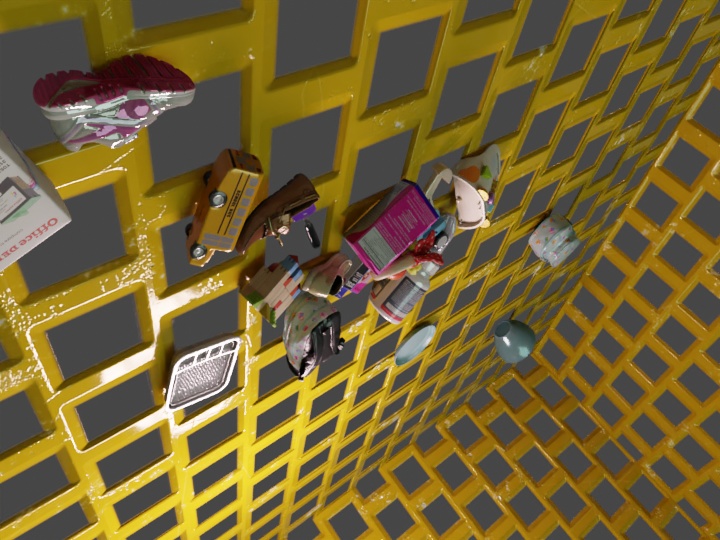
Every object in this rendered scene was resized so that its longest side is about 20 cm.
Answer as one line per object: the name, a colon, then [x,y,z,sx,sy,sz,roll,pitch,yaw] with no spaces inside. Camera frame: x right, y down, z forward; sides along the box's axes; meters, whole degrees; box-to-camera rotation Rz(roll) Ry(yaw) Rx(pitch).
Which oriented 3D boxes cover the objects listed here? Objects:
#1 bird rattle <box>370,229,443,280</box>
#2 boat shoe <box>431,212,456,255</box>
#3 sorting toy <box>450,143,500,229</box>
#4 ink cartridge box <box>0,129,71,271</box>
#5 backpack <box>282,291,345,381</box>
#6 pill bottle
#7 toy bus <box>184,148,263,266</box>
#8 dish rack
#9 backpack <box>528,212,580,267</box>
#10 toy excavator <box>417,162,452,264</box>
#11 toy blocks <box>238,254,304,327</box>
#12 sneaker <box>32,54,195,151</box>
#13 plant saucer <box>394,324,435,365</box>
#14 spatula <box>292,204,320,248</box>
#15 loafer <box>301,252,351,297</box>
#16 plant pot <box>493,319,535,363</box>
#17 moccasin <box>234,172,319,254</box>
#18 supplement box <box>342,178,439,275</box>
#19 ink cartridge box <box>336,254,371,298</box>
bird rattle: [0.104,-0.015,1.445,0.160,0.115,0.199,-27,-167,-13]
boat shoe: [0.219,-0.091,1.729,0.062,0.071,0.203,-51,169,-47]
sorting toy: [0.327,-0.234,1.624,0.182,0.105,0.202,-56,149,-27]
ink cartridge box: [-0.464,-0.095,0.718,0.144,0.084,0.201,-38,154,-11]
backpack: [-0.121,0.153,1.516,0.166,0.125,0.203,-39,155,-34]
pill bottle: [0.125,0.037,1.701,0.201,0.120,0.119,-50,153,13]
toy bus: [-0.235,-0.101,1.031,0.076,0.066,0.203,8,126,-33]
dish rack: [-0.359,0.219,1.364,0.169,0.044,0.203,-19,144,-42]
backpack: [0.731,-0.117,2.311,0.176,0.155,0.199,-43,148,13]
toy excavator: [0.165,-0.145,1.540,0.193,0.100,0.202,-40,145,-10]
toy blocks: [-0.178,0.033,1.313,0.137,0.099,0.201,-48,165,-10]
sneaker: [-0.309,-0.212,0.787,0.195,0.082,0.089,-19,147,-27]
plant saucer: [0.194,0.267,2.235,0.198,0.027,0.202,-34,153,-20]
spatula: [-0.110,-0.099,1.281,0.055,0.021,0.201,-27,154,-5]
loafer: [-0.067,0.019,1.421,0.077,0.068,0.199,-58,169,28]
plant pot: [0.704,0.311,2.873,0.200,0.201,0.134,-46,119,6]
moccasin: [-0.151,-0.094,1.120,0.201,0.078,0.074,-45,-179,-37]
supplement box: [0.068,-0.101,1.403,0.199,0.101,0.104,-41,111,-2]
ink cartridge box: [0.000,0.000,1.570,0.200,0.037,0.094,-47,153,9]
